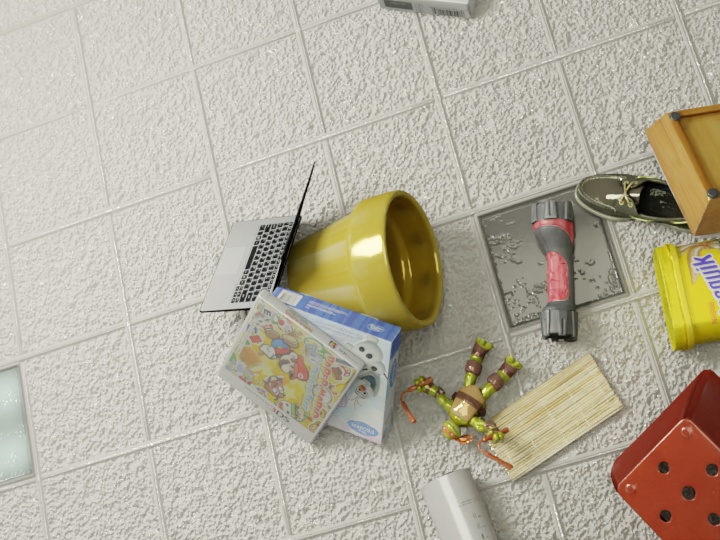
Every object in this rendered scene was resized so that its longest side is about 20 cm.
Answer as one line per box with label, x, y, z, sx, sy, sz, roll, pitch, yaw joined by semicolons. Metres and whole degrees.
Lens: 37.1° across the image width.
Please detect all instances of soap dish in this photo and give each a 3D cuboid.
soap dish;0.511;-0.148;1.518;0.154;0.082;0.202;-9;54;-6

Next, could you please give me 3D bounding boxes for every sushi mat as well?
sushi mat;0.276;0.214;1.564;0.199;0.012;0.096;-34;72;3

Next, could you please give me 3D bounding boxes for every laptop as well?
laptop;-0.157;-0.049;1.630;0.197;0.117;0.189;-5;47;24

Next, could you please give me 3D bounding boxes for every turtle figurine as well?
turtle figurine;0.170;0.192;1.569;0.198;0.065;0.162;30;77;27

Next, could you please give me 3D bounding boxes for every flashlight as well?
flashlight;0.286;0.000;1.586;0.066;0.068;0.204;-1;75;12

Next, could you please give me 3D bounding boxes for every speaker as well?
speaker;0.156;0.385;1.515;0.080;0.081;0.203;-24;72;7

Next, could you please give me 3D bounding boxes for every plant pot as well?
plant pot;0.442;0.274;1.392;0.200;0.176;0.201;46;109;19
plant pot;0.000;0.000;1.600;0.186;0.200;0.204;-13;73;26

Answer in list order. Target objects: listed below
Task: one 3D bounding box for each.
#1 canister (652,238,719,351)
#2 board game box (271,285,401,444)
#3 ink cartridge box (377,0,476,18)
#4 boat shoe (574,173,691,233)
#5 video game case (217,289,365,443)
canister;0.526;0.022;1.512;0.196;0.087;0.151;-11;74;9
board game box;-0.043;0.140;1.577;0.197;0.202;0.043;19;38;17
ink cartridge box;0.126;-0.522;1.774;0.160;0.057;0.203;10;71;16
boat shoe;0.415;-0.107;1.584;0.199;0.060;0.073;15;79;17
video game case;-0.106;0.145;1.572;0.181;0.201;0.023;35;42;3
